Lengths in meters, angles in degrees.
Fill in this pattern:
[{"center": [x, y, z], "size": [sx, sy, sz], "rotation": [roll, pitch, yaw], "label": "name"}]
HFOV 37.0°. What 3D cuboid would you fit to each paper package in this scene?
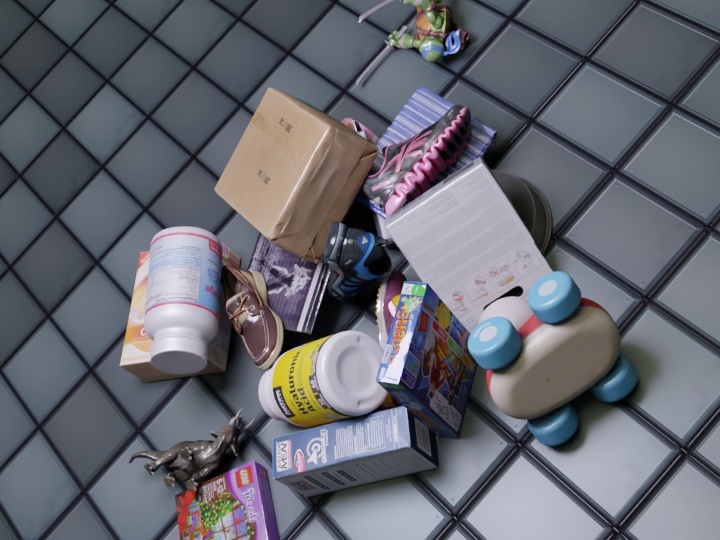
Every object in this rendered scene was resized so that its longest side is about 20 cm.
[{"center": [-0.095, -0.142, 1.561], "size": [0.200, 0.103, 0.191], "rotation": [38, 100, 51], "label": "paper package"}]

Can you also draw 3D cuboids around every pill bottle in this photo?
[{"center": [-0.261, 0.044, 1.582], "size": [0.108, 0.109, 0.201], "rotation": [-14, 58, 21], "label": "pill bottle"}, {"center": [-0.057, 0.153, 1.463], "size": [0.200, 0.111, 0.112], "rotation": [-24, 48, 54], "label": "pill bottle"}]

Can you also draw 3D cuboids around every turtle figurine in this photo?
[{"center": [0.072, -0.426, 1.736], "size": [0.199, 0.144, 0.195], "rotation": [-5, 58, 22], "label": "turtle figurine"}]

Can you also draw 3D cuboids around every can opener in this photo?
[{"center": [0.006, -0.127, 1.612], "size": [0.066, 0.053, 0.201], "rotation": [-16, 81, 7], "label": "can opener"}]

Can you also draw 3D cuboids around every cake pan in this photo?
[{"center": [0.173, -0.060, 1.541], "size": [0.199, 0.037, 0.202], "rotation": [-13, 58, 22], "label": "cake pan"}]

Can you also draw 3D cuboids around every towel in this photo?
[{"center": [0.090, -0.157, 1.572], "size": [0.144, 0.024, 0.201], "rotation": [33, 80, 15], "label": "towel"}]

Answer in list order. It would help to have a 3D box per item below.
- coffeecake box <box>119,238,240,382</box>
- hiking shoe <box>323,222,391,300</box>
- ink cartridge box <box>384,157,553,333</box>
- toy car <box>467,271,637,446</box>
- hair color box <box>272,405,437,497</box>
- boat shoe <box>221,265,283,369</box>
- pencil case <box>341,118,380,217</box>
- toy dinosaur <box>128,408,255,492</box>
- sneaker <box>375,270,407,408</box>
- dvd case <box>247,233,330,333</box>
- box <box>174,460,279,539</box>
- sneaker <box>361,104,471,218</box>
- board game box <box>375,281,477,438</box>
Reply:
[{"center": [-0.282, 0.063, 1.697], "size": [0.152, 0.073, 0.201], "rotation": [-10, 59, 24], "label": "coffeecake box"}, {"center": [0.000, 0.000, 1.515], "size": [0.086, 0.200, 0.075], "rotation": [12, 73, 8], "label": "hiking shoe"}, {"center": [0.152, -0.027, 1.472], "size": [0.162, 0.200, 0.057], "rotation": [-33, 15, 13], "label": "ink cartridge box"}, {"center": [0.219, 0.080, 1.374], "size": [0.177, 0.185, 0.200], "rotation": [-37, 29, 5], "label": "toy car"}, {"center": [-0.008, 0.242, 1.429], "size": [0.199, 0.100, 0.061], "rotation": [-17, 58, 19], "label": "hair color box"}, {"center": [-0.169, 0.063, 1.581], "size": [0.072, 0.072, 0.201], "rotation": [-45, 39, 23], "label": "boat shoe"}, {"center": [-0.042, -0.137, 1.673], "size": [0.083, 0.086, 0.201], "rotation": [15, 69, 56], "label": "pencil case"}, {"center": [-0.246, 0.274, 1.561], "size": [0.199, 0.102, 0.077], "rotation": [-23, 89, 30], "label": "toy dinosaur"}, {"center": [0.071, 0.094, 1.495], "size": [0.089, 0.075, 0.201], "rotation": [-4, 67, 17], "label": "sneaker"}, {"center": [-0.114, 0.014, 1.619], "size": [0.199, 0.016, 0.150], "rotation": [4, 73, 51], "label": "dvd case"}, {"center": [-0.180, 0.380, 1.483], "size": [0.136, 0.039, 0.201], "rotation": [-25, 54, 13], "label": "box"}, {"center": [0.077, -0.166, 1.533], "size": [0.095, 0.079, 0.200], "rotation": [35, 79, 27], "label": "sneaker"}, {"center": [0.092, 0.118, 1.381], "size": [0.034, 0.200, 0.136], "rotation": [4, 65, 30], "label": "board game box"}]
